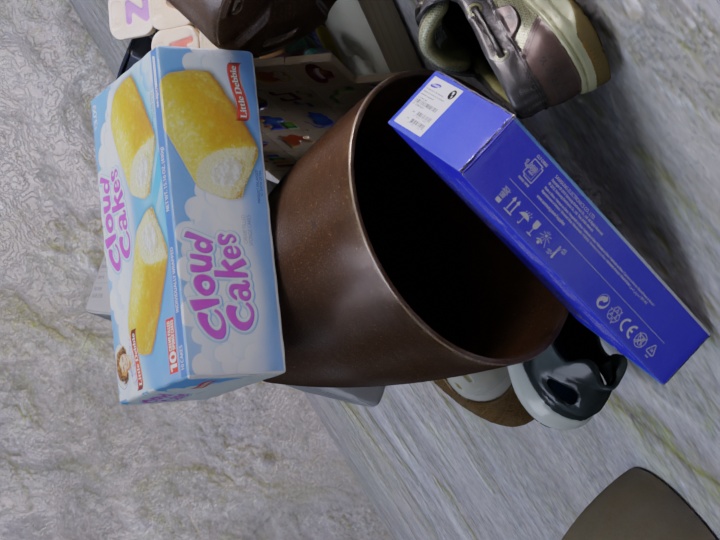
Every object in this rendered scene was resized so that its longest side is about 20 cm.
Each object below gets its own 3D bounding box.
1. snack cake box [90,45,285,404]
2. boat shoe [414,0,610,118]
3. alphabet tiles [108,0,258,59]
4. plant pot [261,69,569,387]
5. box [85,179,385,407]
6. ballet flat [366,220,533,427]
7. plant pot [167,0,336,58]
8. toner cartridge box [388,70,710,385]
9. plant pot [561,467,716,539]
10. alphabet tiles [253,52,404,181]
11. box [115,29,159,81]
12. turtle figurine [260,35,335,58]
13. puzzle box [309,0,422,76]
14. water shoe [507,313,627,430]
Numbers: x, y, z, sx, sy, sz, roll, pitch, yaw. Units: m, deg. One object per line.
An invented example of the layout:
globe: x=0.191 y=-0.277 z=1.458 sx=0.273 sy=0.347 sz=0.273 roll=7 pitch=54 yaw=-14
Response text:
snack cake box: x=-0.108 y=-0.025 z=0.985 sx=0.115 sy=0.067 sz=0.201 roll=-22 pitch=72 yaw=57
boat shoe: x=0.061 y=-0.141 z=0.886 sx=0.201 sy=0.066 sz=0.072 roll=47 pitch=164 yaw=52
alphabet tiles: x=-0.123 y=-0.244 z=1.194 sx=0.195 sy=0.015 sz=0.201 roll=-3 pitch=91 yaw=36
plant pot: x=0.000 y=0.000 z=1.017 sx=0.200 sy=0.187 sz=0.187 roll=-28 pitch=94 yaw=43
box: x=-0.083 y=0.007 z=1.228 sx=0.198 sy=0.131 sz=0.200 roll=21 pitch=173 yaw=-18
ballet flat: x=0.061 y=0.035 z=1.124 sx=0.200 sy=0.068 sz=0.072 roll=54 pitch=-177 yaw=-6
plant pot: x=-0.091 y=-0.252 z=0.996 sx=0.198 sy=0.200 sz=0.200 roll=49 pitch=168 yaw=16
toner cartridge box: x=0.108 y=-0.023 z=0.899 sx=0.200 sy=0.043 sz=0.095 roll=43 pitch=-179 yaw=-32
plant pot: x=0.205 y=0.269 z=1.201 sx=0.201 sy=0.134 sz=0.200 roll=56 pitch=170 yaw=15
alphabet tiles: x=-0.021 y=-0.098 z=1.078 sx=0.200 sy=0.167 sz=0.008 roll=38 pitch=-125 yaw=-58
box: x=-0.105 y=-0.142 z=1.349 sx=0.200 sy=0.051 sz=0.158 roll=23 pitch=167 yaw=-10
turtle figurine: x=-0.072 y=-0.152 z=1.227 sx=0.101 sy=0.149 sz=0.201 roll=-12 pitch=-100 yaw=-62
puzzle box: x=-0.010 y=-0.188 z=1.222 sx=0.133 sy=0.025 sz=0.200 roll=63 pitch=170 yaw=-26
water shoe: x=0.121 y=0.009 z=1.091 sx=0.079 sy=0.071 sz=0.200 roll=-50 pitch=58 yaw=44
